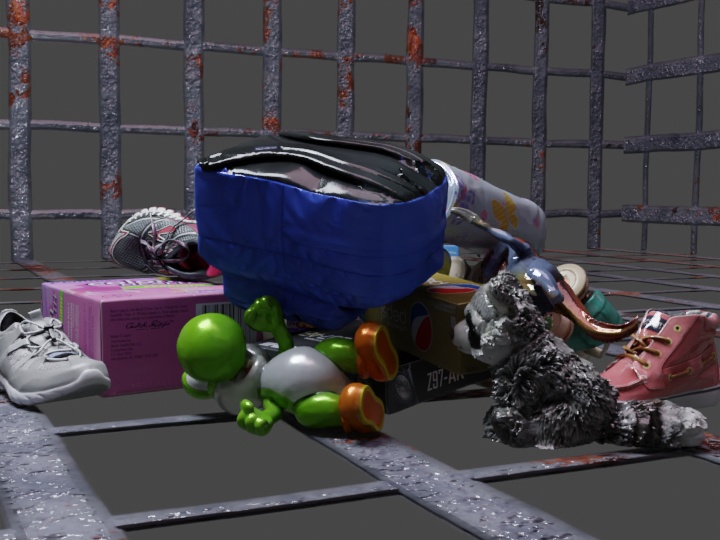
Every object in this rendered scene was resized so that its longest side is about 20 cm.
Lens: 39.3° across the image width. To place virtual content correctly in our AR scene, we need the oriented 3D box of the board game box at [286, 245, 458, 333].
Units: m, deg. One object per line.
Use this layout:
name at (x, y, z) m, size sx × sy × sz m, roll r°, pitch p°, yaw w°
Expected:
board game box at (0.014, 0.037, 1.181) m, size 0.200 × 0.135 × 0.045 m, roll 0°, pitch -2°, yaw -1°

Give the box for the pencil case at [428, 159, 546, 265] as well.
pencil case at (0.124, -0.060, 1.116) m, size 0.091 × 0.083 × 0.200 m, roll -4°, pitch -14°, yaw 39°

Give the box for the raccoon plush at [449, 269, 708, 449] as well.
raccoon plush at (0.173, 0.068, 0.815) m, size 0.200 × 0.134 × 0.097 m, roll 0°, pitch 3°, yaw -3°

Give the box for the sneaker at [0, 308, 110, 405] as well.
sneaker at (-0.308, 0.079, 0.961) m, size 0.200 × 0.082 × 0.075 m, roll 5°, pitch 6°, yaw 44°

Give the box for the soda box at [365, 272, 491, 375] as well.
soda box at (0.072, 0.043, 0.944) m, size 0.068 × 0.064 × 0.200 m, roll -7°, pitch 9°, yaw -23°

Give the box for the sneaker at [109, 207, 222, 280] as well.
sneaker at (-0.219, -0.028, 1.167) m, size 0.200 × 0.081 × 0.075 m, roll -3°, pitch 25°, yaw 34°

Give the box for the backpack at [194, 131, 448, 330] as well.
backpack at (-0.022, -0.036, 0.902) m, size 0.200 × 0.168 × 0.163 m, roll 9°, pitch 27°, yaw 23°

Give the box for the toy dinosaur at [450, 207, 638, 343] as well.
toy dinosaur at (0.166, 0.019, 1.000) m, size 0.200 × 0.105 × 0.182 m, roll 21°, pitch 26°, yaw 8°

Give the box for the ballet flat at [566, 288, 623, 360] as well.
ballet flat at (0.231, 0.078, 1.111) m, size 0.067 × 0.070 × 0.200 m, roll -44°, pitch -5°, yaw -19°

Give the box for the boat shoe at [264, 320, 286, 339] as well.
boat shoe at (-0.081, 0.055, 1.239) m, size 0.199 × 0.075 × 0.066 m, roll -24°, pitch 9°, yaw -17°

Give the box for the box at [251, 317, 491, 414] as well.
box at (0.008, 0.091, 1.015) m, size 0.200 × 0.044 × 0.160 m, roll 5°, pitch 12°, yaw 45°

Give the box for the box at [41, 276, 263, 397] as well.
box at (-0.226, 0.064, 1.079) m, size 0.176 × 0.097 × 0.200 m, roll -3°, pitch 5°, yaw -33°

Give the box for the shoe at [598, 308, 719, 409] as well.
shoe at (0.255, 0.083, 0.916) m, size 0.200 × 0.091 × 0.071 m, roll -3°, pitch 5°, yaw -35°

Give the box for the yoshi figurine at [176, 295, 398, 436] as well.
yoshi figurine at (-0.077, 0.080, 0.852) m, size 0.200 × 0.112 × 0.112 m, roll 0°, pitch 10°, yaw 28°

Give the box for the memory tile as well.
memory tile at (0.136, 0.052, 1.066) m, size 0.200 × 0.153 × 0.017 m, roll 4°, pitch -32°, yaw 44°

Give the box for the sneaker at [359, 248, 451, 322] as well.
sneaker at (0.000, 0.000, 1.049) m, size 0.200 × 0.105 × 0.076 m, roll 18°, pitch -1°, yaw -21°
